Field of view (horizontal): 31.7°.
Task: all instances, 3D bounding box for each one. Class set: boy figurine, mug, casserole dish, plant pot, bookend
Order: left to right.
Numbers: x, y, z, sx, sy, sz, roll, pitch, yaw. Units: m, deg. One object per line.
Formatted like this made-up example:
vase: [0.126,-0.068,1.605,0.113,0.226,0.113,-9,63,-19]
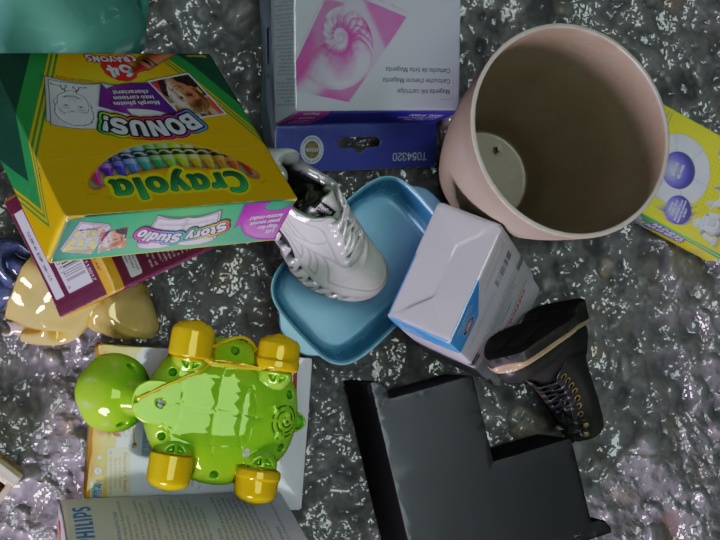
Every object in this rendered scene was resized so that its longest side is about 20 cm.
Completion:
boy figurine: [-0.271,0.011,1.112,0.200,0.064,0.124,15,116,-16]
mug: [-0.248,-0.204,1.089,0.185,0.152,0.114,-38,97,-13]
casserole dish: [0.000,0.000,1.209,0.200,0.039,0.121,-44,99,-13]
bookend: [0.109,0.178,1.204,0.199,0.092,0.200,-14,90,-17]
plant pot: [0.151,-0.105,1.166,0.187,0.200,0.188,3,81,-17]

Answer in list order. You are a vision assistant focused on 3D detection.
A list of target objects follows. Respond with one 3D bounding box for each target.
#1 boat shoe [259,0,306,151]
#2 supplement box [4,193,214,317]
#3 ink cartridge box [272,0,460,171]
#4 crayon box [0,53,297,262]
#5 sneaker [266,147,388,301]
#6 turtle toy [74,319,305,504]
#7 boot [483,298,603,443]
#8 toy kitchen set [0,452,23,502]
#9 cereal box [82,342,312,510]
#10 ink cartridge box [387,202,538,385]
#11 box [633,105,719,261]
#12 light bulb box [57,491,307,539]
boat shoe: [-0.044,-0.189,1.186,0.091,0.071,0.201,0,88,-15]
supplement box: [-0.185,-0.052,1.088,0.200,0.086,0.110,-29,96,-48]
ink cartridge box: [0.010,-0.191,1.167,0.196,0.043,0.200,-7,99,-37]
crayon box: [-0.176,-0.095,0.993,0.200,0.058,0.173,-8,52,-37]
sneaker: [-0.036,-0.039,1.116,0.200,0.081,0.075,42,57,-34]
turtle toy: [-0.144,0.116,1.089,0.200,0.101,0.146,11,85,-15]
boot: [0.186,0.112,1.189,0.200,0.077,0.139,-22,99,-59]
toy kitchen set: [-0.342,0.116,1.025,0.180,0.200,0.163,40,79,-10]
cereal box: [-0.148,0.143,1.161,0.200,0.040,0.144,4,88,-15]
ink cartridge box: [0.102,0.029,1.187,0.067,0.200,0.116,21,80,23]
box: [0.305,-0.104,1.293,0.200,0.048,0.117,25,81,-12]
light bulb box: [-0.158,0.305,1.092,0.200,0.125,0.199,0,99,-16]
